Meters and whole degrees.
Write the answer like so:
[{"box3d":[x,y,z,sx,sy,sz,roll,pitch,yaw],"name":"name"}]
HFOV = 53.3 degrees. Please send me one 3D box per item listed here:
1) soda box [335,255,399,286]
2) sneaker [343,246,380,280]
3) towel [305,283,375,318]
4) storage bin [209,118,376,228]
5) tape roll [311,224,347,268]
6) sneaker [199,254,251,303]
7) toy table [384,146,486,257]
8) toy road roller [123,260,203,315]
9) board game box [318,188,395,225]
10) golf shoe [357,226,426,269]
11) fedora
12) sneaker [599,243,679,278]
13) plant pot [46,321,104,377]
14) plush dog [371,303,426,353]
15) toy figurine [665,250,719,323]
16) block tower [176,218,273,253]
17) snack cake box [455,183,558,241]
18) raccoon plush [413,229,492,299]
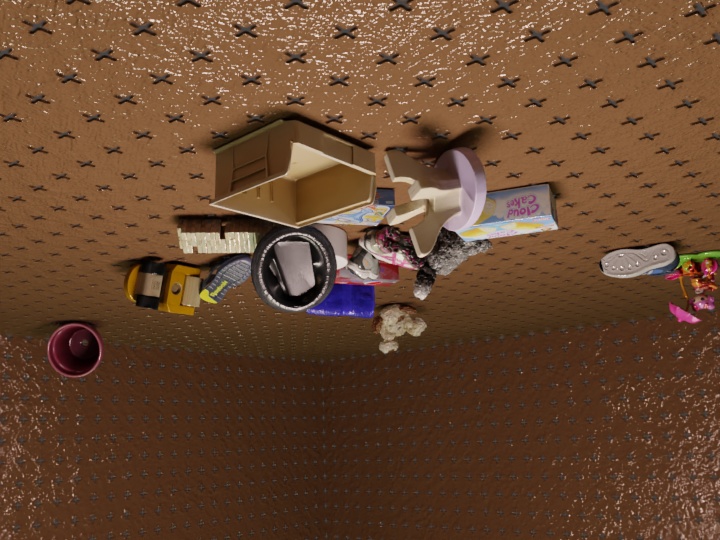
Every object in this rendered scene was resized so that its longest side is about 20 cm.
[{"box3d":[0.000,0.000,1.902,0.198,0.064,0.070,4,164,-24],"name":"soda box"},{"box3d":[0.020,-0.025,1.781,0.074,0.080,0.200,35,-172,8],"name":"sneaker"},{"box3d":[-0.055,0.049,1.926,0.198,0.149,0.050,4,158,-21],"name":"towel"},{"box3d":[-0.106,-0.153,1.170,0.197,0.095,0.199,-13,163,39],"name":"storage bin"},{"box3d":[-0.129,-0.048,1.665,0.200,0.072,0.203,-1,167,0],"name":"tape roll"},{"box3d":[-0.350,0.005,1.872,0.074,0.083,0.199,35,129,-30],"name":"sneaker"},{"box3d":[0.120,-0.122,1.197,0.116,0.185,0.200,-15,158,-16],"name":"toy table"},{"box3d":[-0.527,0.041,1.885,0.145,0.124,0.199,6,175,41],"name":"toy road roller"},{"box3d":[-0.045,-0.127,1.417,0.198,0.035,0.135,1,167,-14],"name":"board game box"},{"box3d":[0.081,-0.052,1.693,0.092,0.073,0.199,-6,158,41],"name":"golf shoe"},{"box3d":[-0.144,-0.016,1.513,0.198,0.202,0.092,1,-157,-14],"name":"fedora"},{"box3d":[0.759,-0.011,1.942,0.198,0.081,0.146,-14,159,24],"name":"sneaker"},{"box3d":[-1.065,0.291,2.727,0.198,0.202,0.179,0,-178,-7],"name":"plant pot"},{"box3d":[0.123,0.179,2.604,0.199,0.161,0.172,-30,151,-3],"name":"plush dog"},{"box3d":[0.944,0.054,2.029,0.149,0.186,0.199,10,162,-42],"name":"toy figurine"},{"box3d":[-0.284,-0.073,1.518,0.198,0.054,0.058,-2,128,-4],"name":"block tower"},{"box3d":[0.293,-0.115,1.457,0.198,0.068,0.115,-7,165,21],"name":"snack cake box"},{"box3d":[0.214,-0.018,1.612,0.096,0.202,0.133,26,165,-38],"name":"raccoon plush"}]
